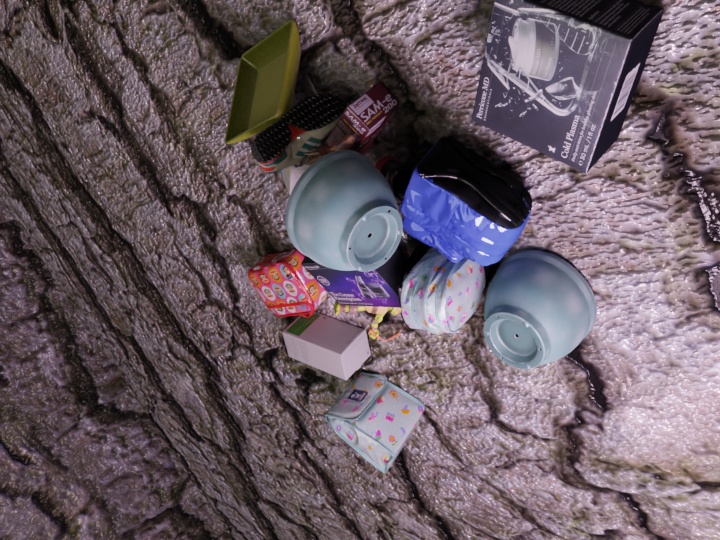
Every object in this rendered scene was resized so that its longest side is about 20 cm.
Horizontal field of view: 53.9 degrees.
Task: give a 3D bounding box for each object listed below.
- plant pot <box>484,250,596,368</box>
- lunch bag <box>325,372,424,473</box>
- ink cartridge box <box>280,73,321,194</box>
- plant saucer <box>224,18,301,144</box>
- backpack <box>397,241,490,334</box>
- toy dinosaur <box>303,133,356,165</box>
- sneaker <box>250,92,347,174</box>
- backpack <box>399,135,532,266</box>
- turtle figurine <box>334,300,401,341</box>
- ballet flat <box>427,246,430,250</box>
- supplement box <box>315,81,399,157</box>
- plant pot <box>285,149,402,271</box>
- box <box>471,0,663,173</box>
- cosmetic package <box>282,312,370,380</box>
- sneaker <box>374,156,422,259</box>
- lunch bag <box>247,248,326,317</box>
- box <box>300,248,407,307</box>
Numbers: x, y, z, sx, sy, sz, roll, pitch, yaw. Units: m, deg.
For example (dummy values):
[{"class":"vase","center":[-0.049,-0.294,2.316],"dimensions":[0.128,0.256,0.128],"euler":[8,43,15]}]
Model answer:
[{"class":"plant pot","center":[0.299,0.086,1.258],"dimensions":[0.197,0.134,0.204],"euler":[26,138,27]},{"class":"lunch bag","center":[0.033,0.355,1.729],"dimensions":[0.198,0.170,0.123],"euler":[34,142,14]},{"class":"ink cartridge box","center":[-0.125,-0.270,1.408],"dimensions":[0.203,0.066,0.116],"euler":[97,154,-44]},{"class":"plant saucer","center":[-0.181,-0.354,1.376],"dimensions":[0.047,0.206,0.197],"euler":[19,161,-36]},{"class":"backpack","center":[0.155,0.024,1.304],"dimensions":[0.125,0.200,0.170],"euler":[2,123,43]},{"class":"toy dinosaur","center":[-0.068,-0.145,1.257],"dimensions":[0.083,0.206,0.136],"euler":[11,-179,-2]},{"class":"sneaker","center":[-0.110,-0.249,1.312],"dimensions":[0.071,0.198,0.094],"euler":[53,173,15]},{"class":"backpack","center":[0.183,-0.105,1.205],"dimensions":[0.197,0.163,0.170],"euler":[29,138,10]},{"class":"turtle figurine","center":[0.029,0.064,1.550],"dimensions":[0.157,0.065,0.203],"euler":[12,130,-10]},{"class":"ballet flat","center":[0.144,0.033,1.438],"dimensions":[0.070,0.071,0.204],"euler":[6,125,41]},{"class":"supplement box","center":[-0.016,-0.247,1.323],"dimensions":[0.061,0.109,0.200],"euler":[43,143,1]},{"class":"plant pot","center":[-0.011,-0.081,1.200],"dimensions":[0.134,0.197,0.204],"euler":[40,146,42]},{"class":"box","center":[0.279,-0.281,0.988],"dimensions":[0.194,0.123,0.203],"euler":[31,139,25]},{"class":"cosmetic package","center":[-0.084,0.181,1.755],"dimensions":[0.196,0.107,0.087],"euler":[14,130,35]},{"class":"sneaker","center":[0.083,-0.114,1.330],"dimensions":[0.098,0.069,0.205],"euler":[15,122,67]},{"class":"lunch bag","center":[-0.176,0.043,1.759],"dimensions":[0.198,0.082,0.178],"euler":[-10,118,50]},{"class":"box","center":[0.000,0.000,1.388],"dimensions":[0.197,0.080,0.142],"euler":[-1,138,47]}]
